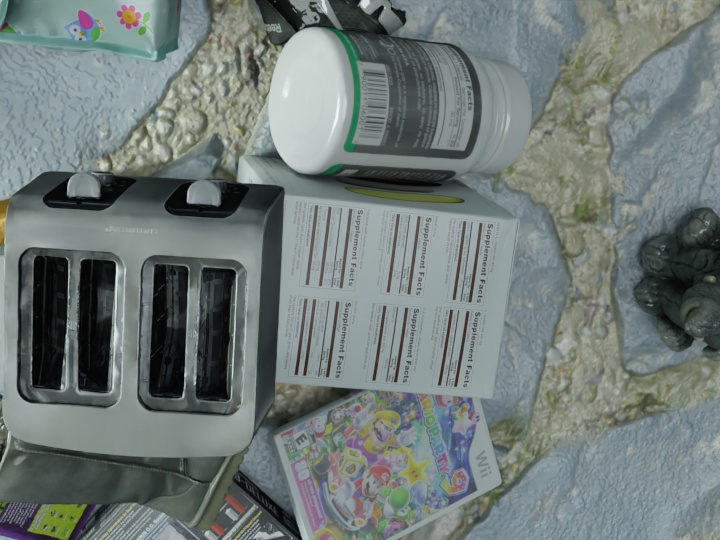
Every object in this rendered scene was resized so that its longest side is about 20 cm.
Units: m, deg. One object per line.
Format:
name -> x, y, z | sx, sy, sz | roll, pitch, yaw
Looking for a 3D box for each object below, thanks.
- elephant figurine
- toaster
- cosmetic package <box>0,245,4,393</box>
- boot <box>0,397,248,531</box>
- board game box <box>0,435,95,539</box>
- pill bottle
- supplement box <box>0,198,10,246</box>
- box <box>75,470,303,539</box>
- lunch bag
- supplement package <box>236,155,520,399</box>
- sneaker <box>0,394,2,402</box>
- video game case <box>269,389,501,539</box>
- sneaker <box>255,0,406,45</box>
elephant figurine -> 0.331, 0.034, 1.147 | 0.154, 0.200, 0.143 | -31, 107, -3
toaster -> -0.148, 0.033, 0.907 | 0.178, 0.119, 0.204 | 4, 99, 2
cosmetic package -> -0.254, 0.033, 1.008 | 0.197, 0.090, 0.109 | -6, 98, -10
boot -> -0.189, 0.121, 1.067 | 0.198, 0.073, 0.184 | 19, 95, -21
board game box -> -0.246, 0.135, 1.108 | 0.120, 0.032, 0.202 | 28, 94, -50
pill bottle -> 0.035, -0.130, 1.065 | 0.198, 0.113, 0.115 | 1, 104, -35
supplement box -> -0.288, -0.021, 1.072 | 0.197, 0.067, 0.070 | -18, 106, -8
box -> -0.169, 0.262, 1.174 | 0.158, 0.050, 0.200 | 43, 91, -17
lunch bag -> -0.234, -0.256, 1.001 | 0.197, 0.122, 0.173 | 8, 105, -2
supplement package -> 0.000, 0.000, 1.073 | 0.197, 0.191, 0.150 | 5, 102, -14
sneaker -> -0.351, 0.113, 1.096 | 0.087, 0.074, 0.201 | 41, 81, -8
video game case -> 0.027, 0.169, 1.186 | 0.198, 0.018, 0.145 | -24, 107, -21
sneaker -> -0.060, -0.233, 1.070 | 0.199, 0.066, 0.091 | 38, 91, -20
